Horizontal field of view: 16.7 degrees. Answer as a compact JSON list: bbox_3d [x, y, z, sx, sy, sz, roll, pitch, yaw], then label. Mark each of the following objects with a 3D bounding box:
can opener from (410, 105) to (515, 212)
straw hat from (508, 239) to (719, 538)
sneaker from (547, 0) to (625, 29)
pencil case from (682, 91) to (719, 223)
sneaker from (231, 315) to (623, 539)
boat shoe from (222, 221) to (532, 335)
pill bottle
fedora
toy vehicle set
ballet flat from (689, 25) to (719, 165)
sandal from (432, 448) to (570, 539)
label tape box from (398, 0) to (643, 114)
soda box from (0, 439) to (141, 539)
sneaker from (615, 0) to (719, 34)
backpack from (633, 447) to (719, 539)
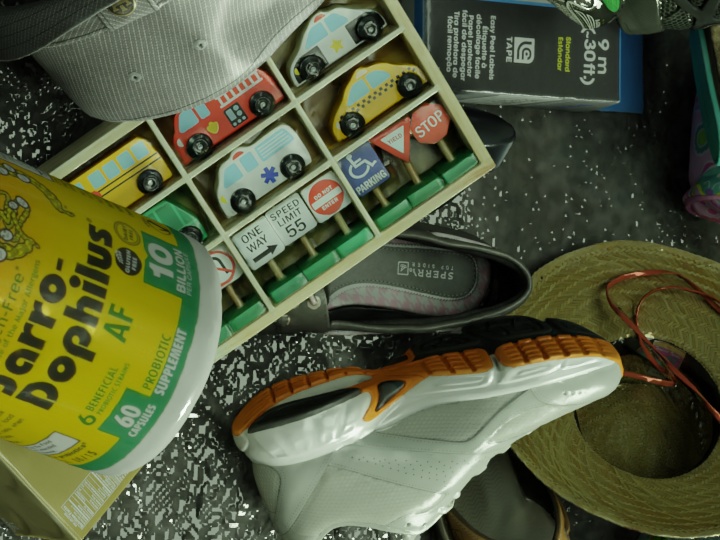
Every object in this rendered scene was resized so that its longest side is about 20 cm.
[{"bbox_3d":[-0.023,-0.070,1.241,0.199,0.079,0.064,5,48,-22],"label":"can opener"},{"bbox_3d":[0.152,0.086,1.334,0.200,0.085,0.202,7,49,-8],"label":"straw hat"},{"bbox_3d":[0.050,-0.178,1.222,0.200,0.078,0.085,32,107,-25],"label":"sneaker"},{"bbox_3d":[0.240,-0.123,1.406,0.087,0.087,0.201,16,82,-33],"label":"pencil case"},{"bbox_3d":[0.040,0.086,1.245,0.199,0.076,0.092,-15,107,0],"label":"sneaker"},{"bbox_3d":[0.000,0.000,1.255,0.199,0.057,0.067,2,89,-34],"label":"boat shoe"},{"bbox_3d":[-0.167,0.004,1.024,0.199,0.113,0.113,25,75,-31],"label":"pill bottle"},{"bbox_3d":[-0.081,-0.137,1.126,0.199,0.177,0.090,-31,116,8],"label":"fedora"},{"bbox_3d":[-0.048,-0.047,1.184,0.200,0.027,0.125,-35,108,-4],"label":"toy vehicle set"},{"bbox_3d":[0.207,-0.150,1.357,0.065,0.071,0.201,-10,74,-3],"label":"ballet flat"},{"bbox_3d":[0.080,0.129,1.309,0.082,0.054,0.201,-28,104,-32],"label":"sandal"},{"bbox_3d":[0.097,-0.162,1.323,0.199,0.063,0.145,1,89,-34],"label":"label tape box"},{"bbox_3d":[-0.186,0.034,1.119,0.064,0.068,0.200,-50,114,-25],"label":"soda box"},{"bbox_3d":[0.176,-0.205,1.245,0.076,0.114,0.200,-71,154,-43],"label":"sneaker"},{"bbox_3d":[0.251,0.165,1.350,0.147,0.183,0.200,54,54,-20],"label":"backpack"}]
